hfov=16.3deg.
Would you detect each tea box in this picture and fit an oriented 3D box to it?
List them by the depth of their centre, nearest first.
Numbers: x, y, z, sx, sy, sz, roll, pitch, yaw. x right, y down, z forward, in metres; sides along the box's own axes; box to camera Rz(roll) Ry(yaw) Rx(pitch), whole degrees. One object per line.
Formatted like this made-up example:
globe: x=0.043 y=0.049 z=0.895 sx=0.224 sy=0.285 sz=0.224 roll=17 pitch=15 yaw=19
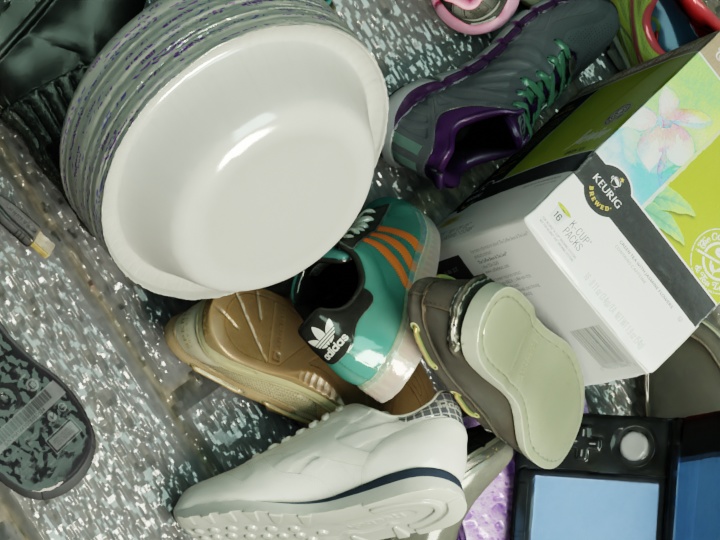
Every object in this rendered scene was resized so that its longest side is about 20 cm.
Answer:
tea box: x=0.169 y=-0.033 z=1.660 sx=0.197 sy=0.200 sz=0.134 roll=-44 pitch=99 yaw=-20

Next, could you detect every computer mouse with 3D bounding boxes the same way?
computer mouse: x=-0.230 y=0.041 z=1.581 sx=0.200 sy=0.046 sz=0.141 roll=43 pitch=66 yaw=-6

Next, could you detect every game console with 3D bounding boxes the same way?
game console: x=0.168 y=0.187 z=1.607 sx=0.171 sy=0.119 sz=0.202 roll=3 pitch=80 yaw=15

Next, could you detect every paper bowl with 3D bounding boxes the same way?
paper bowl: x=-0.072 y=-0.069 z=1.511 sx=0.200 sy=0.202 sz=0.104 roll=-21 pitch=49 yaw=-23

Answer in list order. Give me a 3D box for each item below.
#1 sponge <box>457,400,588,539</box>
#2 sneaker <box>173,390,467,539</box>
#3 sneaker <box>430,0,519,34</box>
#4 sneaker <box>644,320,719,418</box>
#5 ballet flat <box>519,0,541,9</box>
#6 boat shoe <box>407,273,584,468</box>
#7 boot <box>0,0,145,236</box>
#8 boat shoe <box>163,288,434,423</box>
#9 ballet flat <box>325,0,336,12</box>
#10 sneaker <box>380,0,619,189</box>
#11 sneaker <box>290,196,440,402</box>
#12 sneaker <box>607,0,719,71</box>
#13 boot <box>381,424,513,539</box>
sponge: x=0.120 y=0.189 z=1.704 sx=0.111 sy=0.030 sz=0.201 roll=-12 pitch=88 yaw=-22
sneaker: x=-0.024 y=0.131 z=1.600 sx=0.199 sy=0.076 sz=0.081 roll=-11 pitch=61 yaw=18
sneaker: x=0.053 y=-0.257 z=1.690 sx=0.079 sy=0.095 sz=0.201 roll=-21 pitch=90 yaw=14
sneaker: x=0.230 y=0.131 z=1.706 sx=0.106 sy=0.074 sz=0.201 roll=-14 pitch=89 yaw=-65
ballet flat: x=0.105 y=-0.272 z=1.741 sx=0.066 sy=0.057 sz=0.201 roll=-19 pitch=91 yaw=-22
boat shoe: x=0.087 y=0.060 z=1.572 sx=0.072 sy=0.060 sz=0.201 roll=-62 pitch=149 yaw=-19
boot: x=-0.143 y=-0.139 z=1.614 sx=0.158 sy=0.079 sz=0.211 roll=45 pitch=78 yaw=-6
boat shoe: x=-0.036 y=0.063 z=1.642 sx=0.199 sy=0.064 sz=0.072 roll=28 pitch=60 yaw=-32
ballet flat: x=-0.072 y=-0.146 z=1.614 sx=0.200 sy=0.069 sz=0.070 roll=-20 pitch=91 yaw=-67
sneaker: x=0.109 y=-0.114 z=1.699 sx=0.199 sy=0.087 sz=0.075 roll=-33 pitch=132 yaw=-16
sneaker: x=0.000 y=0.000 z=1.607 sx=0.080 sy=0.200 sz=0.071 roll=34 pitch=115 yaw=-16
sneaker: x=0.234 y=-0.128 z=1.757 sx=0.078 sy=0.090 sz=0.201 roll=-38 pitch=99 yaw=-23
boot: x=0.050 y=0.205 z=1.651 sx=0.200 sy=0.068 sz=0.131 roll=-43 pitch=102 yaw=-4
